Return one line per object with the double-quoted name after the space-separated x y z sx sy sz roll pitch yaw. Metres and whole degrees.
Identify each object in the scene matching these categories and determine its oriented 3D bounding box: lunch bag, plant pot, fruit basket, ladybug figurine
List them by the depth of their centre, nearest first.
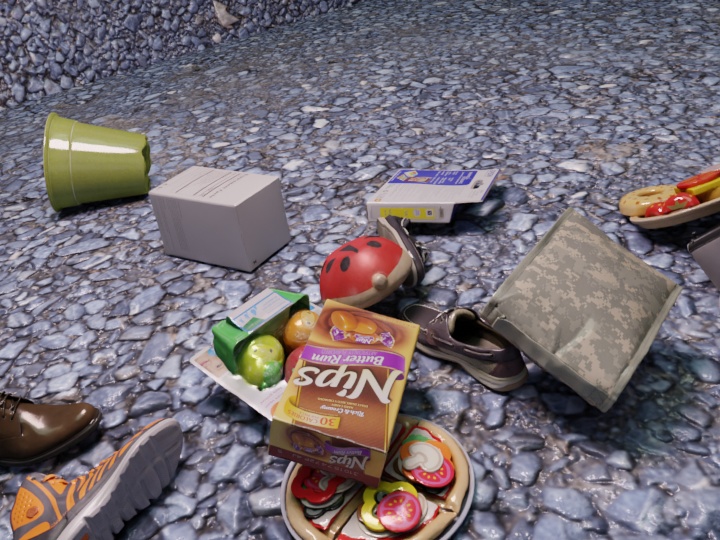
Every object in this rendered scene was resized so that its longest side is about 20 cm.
0.237 0.050 0.776 0.163 0.118 0.199 39 46 15 "lunch bag"
-0.078 0.100 0.849 0.198 0.095 0.184 21 41 36 "fruit basket"
0.000 0.000 0.953 0.135 0.073 0.200 -34 10 -12 "ladybug figurine"
-0.537 -0.221 1.457 0.186 0.203 0.201 0 28 -12 "plant pot"

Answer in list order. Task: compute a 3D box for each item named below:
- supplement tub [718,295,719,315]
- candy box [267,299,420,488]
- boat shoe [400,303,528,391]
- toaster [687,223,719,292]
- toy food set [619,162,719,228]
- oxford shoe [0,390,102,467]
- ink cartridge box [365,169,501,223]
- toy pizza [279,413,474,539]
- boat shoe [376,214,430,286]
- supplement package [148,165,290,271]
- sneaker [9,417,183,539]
0.457 0.076 0.691 0.142 0.147 0.201 -6 30 4 "supplement tub"
-0.011 0.120 0.738 0.115 0.057 0.201 15 36 5 "candy box"
0.122 0.076 0.860 0.071 0.066 0.199 -26 34 -27 "boat shoe"
0.542 -0.056 0.856 0.179 0.120 0.200 -26 -11 -27 "toaster"
0.495 -0.116 1.039 0.195 0.049 0.200 -22 5 8 "toy food set"
-0.403 0.178 0.810 0.196 0.086 0.073 -10 28 -5 "oxford shoe"
0.133 -0.132 1.220 0.197 0.048 0.198 5 24 20 "ink cartridge box"
0.015 0.206 0.701 0.196 0.032 0.201 -7 30 4 "toy pizza"
0.073 -0.038 1.064 0.062 0.074 0.200 -10 24 -8 "boat shoe"
-0.236 -0.092 1.187 0.197 0.123 0.120 12 35 30 "supplement package"
-0.277 0.216 0.715 0.110 0.079 0.200 9 34 26 "sneaker"
